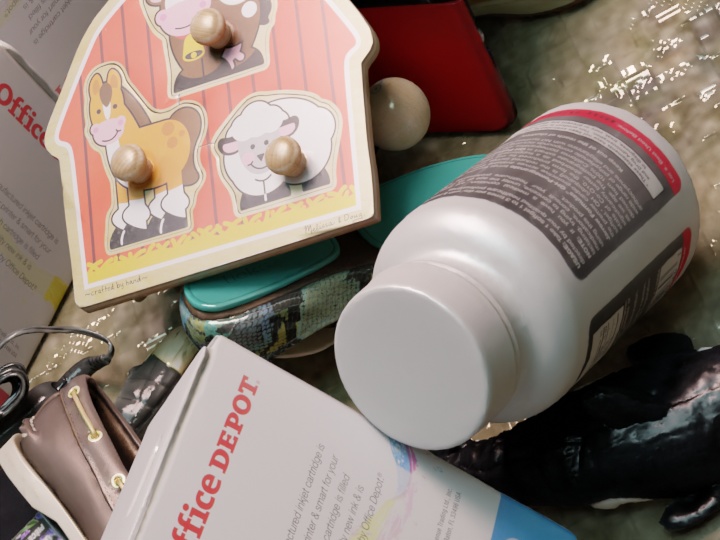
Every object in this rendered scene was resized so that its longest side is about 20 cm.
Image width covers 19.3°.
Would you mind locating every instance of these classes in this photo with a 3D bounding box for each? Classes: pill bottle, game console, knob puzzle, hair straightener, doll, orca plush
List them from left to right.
[{"bbox_3d":[-0.219,0.101,1.178,0.200,0.077,0.041,-42,48,-2],"label":"hair straightener"},{"bbox_3d":[-0.085,-0.097,1.109,0.218,0.030,0.221,-8,70,24],"label":"knob puzzle"},{"bbox_3d":[-0.047,-0.045,1.166,0.199,0.049,0.136,-27,9,20],"label":"doll"},{"bbox_3d":[-0.017,-0.171,1.184,0.199,0.119,0.174,0,83,28],"label":"game console"},{"bbox_3d":[0.074,0.004,1.005,0.110,0.111,0.200,8,28,31],"label":"pill bottle"},{"bbox_3d":[0.118,0.064,1.026,0.199,0.071,0.106,-2,59,27],"label":"orca plush"}]

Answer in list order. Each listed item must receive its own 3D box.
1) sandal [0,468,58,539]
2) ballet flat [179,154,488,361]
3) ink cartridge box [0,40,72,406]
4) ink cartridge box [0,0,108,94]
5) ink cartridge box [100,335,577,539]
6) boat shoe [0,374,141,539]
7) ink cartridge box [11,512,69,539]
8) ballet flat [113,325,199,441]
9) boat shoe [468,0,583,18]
[{"bbox_3d":[-0.223,0.163,1.106,0.200,0.043,0.076,-46,56,6],"label":"sandal"},{"bbox_3d":[0.000,0.000,1.129,0.199,0.074,0.074,-20,50,-7],"label":"ballet flat"},{"bbox_3d":[-0.241,-0.016,1.223,0.083,0.145,0.201,12,66,35],"label":"ink cartridge box"},{"bbox_3d":[-0.216,-0.204,1.295,0.087,0.200,0.146,28,76,41],"label":"ink cartridge box"},{"bbox_3d":[-0.018,0.144,0.944,0.085,0.199,0.145,-48,16,45],"label":"ink cartridge box"},{"bbox_3d":[-0.098,0.129,1.019,0.060,0.072,0.200,-49,56,3],"label":"boat shoe"},{"bbox_3d":[-0.095,0.210,1.019,0.050,0.109,0.200,-46,51,-1],"label":"ink cartridge box"},{"bbox_3d":[-0.157,0.102,1.148,0.057,0.066,0.200,43,87,7],"label":"ballet flat"},{"bbox_3d":[0.037,-0.178,1.223,0.199,0.076,0.072,-15,55,20],"label":"boat shoe"}]
